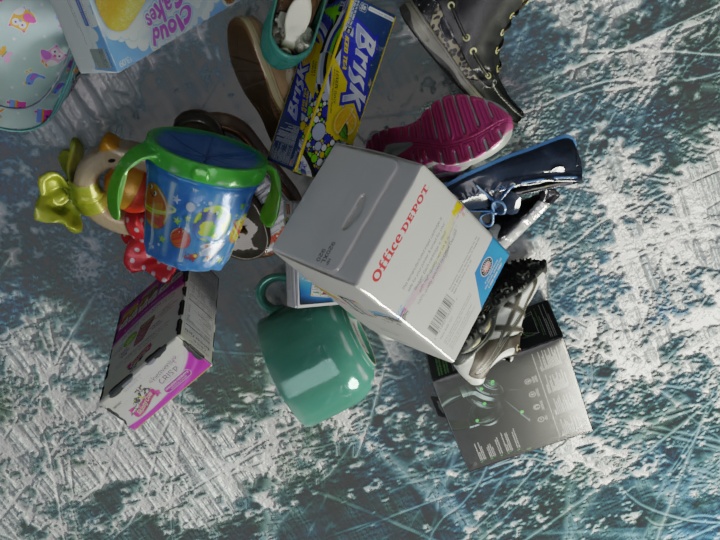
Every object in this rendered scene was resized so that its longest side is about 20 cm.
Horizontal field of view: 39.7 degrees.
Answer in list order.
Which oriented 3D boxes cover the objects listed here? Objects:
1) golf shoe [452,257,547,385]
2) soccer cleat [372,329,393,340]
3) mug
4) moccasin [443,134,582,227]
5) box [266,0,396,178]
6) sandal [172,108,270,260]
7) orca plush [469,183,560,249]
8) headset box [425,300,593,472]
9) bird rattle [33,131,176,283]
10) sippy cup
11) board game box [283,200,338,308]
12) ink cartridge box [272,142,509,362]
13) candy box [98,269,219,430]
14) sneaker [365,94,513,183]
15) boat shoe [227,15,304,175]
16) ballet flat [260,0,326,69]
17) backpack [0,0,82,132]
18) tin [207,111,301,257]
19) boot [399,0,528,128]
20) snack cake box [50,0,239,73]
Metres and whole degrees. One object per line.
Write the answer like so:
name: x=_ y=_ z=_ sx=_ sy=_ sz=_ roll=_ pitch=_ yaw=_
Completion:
golf shoe: x=0.179 y=0.063 z=1.286 sx=0.200 sy=0.077 sz=0.095 roll=-42 pitch=120 yaw=-27
soccer cleat: x=0.000 y=0.000 z=1.284 sx=0.069 sy=0.077 sz=0.201 roll=-30 pitch=105 yaw=-21
mug: x=-0.055 y=0.096 z=1.281 sx=0.114 sy=0.152 sz=0.186 roll=-26 pitch=118 yaw=6
moccasin: x=0.174 y=-0.098 z=1.184 sx=0.198 sy=0.080 sz=0.069 roll=-22 pitch=87 yaw=-1
box: x=-0.034 y=-0.204 z=1.116 sx=0.070 sy=0.064 sz=0.202 roll=13 pitch=99 yaw=-41
sandal: x=-0.167 y=-0.092 z=1.178 sx=0.081 sy=0.055 sz=0.201 roll=-15 pitch=119 yaw=4
orca plush: x=0.157 y=-0.051 z=1.266 sx=0.071 sy=0.105 sz=0.200 roll=46 pitch=113 yaw=7
headset box: x=0.197 y=0.163 z=1.376 sx=0.198 sy=0.093 sz=0.175 roll=-21 pitch=120 yaw=7
bird rattle: x=-0.274 y=-0.078 z=1.170 sx=0.199 sy=0.113 sz=0.163 roll=33 pitch=129 yaw=-17
sippy cup: x=-0.180 y=-0.074 z=1.096 sx=0.176 sy=0.140 sz=0.131 roll=15 pitch=111 yaw=-3
board game box: x=0.004 y=-0.026 z=1.222 sx=0.198 sy=0.035 sz=0.128 roll=-4 pitch=95 yaw=-25
ink cartridge box: x=0.036 y=-0.020 z=1.106 sx=0.200 sy=0.144 sz=0.148 roll=40 pitch=75 yaw=-44
candy box: x=-0.243 y=0.082 z=1.228 sx=0.136 sy=0.201 sz=0.061 roll=-39 pitch=115 yaw=17
sneaker: x=0.101 y=-0.149 z=1.172 sx=0.199 sy=0.082 sz=0.088 roll=-12 pitch=171 yaw=42
boat shoe: x=-0.091 y=-0.211 z=1.160 sx=0.064 sy=0.071 sz=0.201 roll=-38 pitch=125 yaw=-23
ballet flat: x=-0.054 y=-0.311 z=1.061 sx=0.067 sy=0.070 sz=0.202 roll=14 pitch=96 yaw=-22
backpack: x=-0.377 y=-0.248 z=1.061 sx=0.174 sy=0.154 sz=0.201 roll=17 pitch=124 yaw=-20
tin: x=-0.151 y=-0.101 z=1.228 sx=0.111 sy=0.042 sz=0.200 roll=-30 pitch=118 yaw=16
boot: x=0.160 y=-0.273 z=1.138 sx=0.154 sy=0.074 sz=0.203 roll=-41 pitch=117 yaw=14
snack cake box: x=-0.218 y=-0.295 z=1.021 sx=0.067 sy=0.200 sz=0.116 roll=8 pitch=128 yaw=38
